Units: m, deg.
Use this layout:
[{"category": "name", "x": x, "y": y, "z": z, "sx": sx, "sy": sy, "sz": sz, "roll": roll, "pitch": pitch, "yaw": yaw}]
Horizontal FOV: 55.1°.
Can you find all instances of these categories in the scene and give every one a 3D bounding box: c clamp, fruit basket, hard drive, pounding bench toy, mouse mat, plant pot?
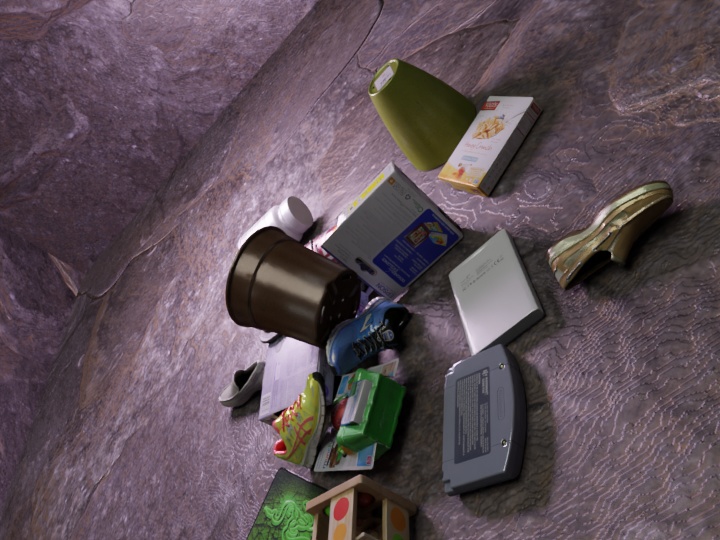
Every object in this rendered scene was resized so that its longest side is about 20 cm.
[{"category": "c clamp", "x": -0.153, "y": 0.058, "z": 1.471, "sx": 0.199, "sy": 0.027, "sz": 0.173, "roll": -40, "pitch": 40, "yaw": 22}, {"category": "fruit basket", "x": -0.013, "y": 0.249, "z": 1.186, "sx": 0.198, "sy": 0.093, "sz": 0.189, "roll": -19, "pitch": 46, "yaw": 52}, {"category": "hard drive", "x": 0.215, "y": 0.037, "z": 1.123, "sx": 0.131, "sy": 0.026, "sz": 0.203, "roll": -41, "pitch": 32, "yaw": 24}, {"category": "pounding bench toy", "x": -0.026, "y": 0.412, "z": 1.007, "sx": 0.198, "sy": 0.123, "sz": 0.159, "roll": -36, "pitch": 34, "yaw": 31}, {"category": "mouse mat", "x": -0.136, "y": 0.454, "z": 1.250, "sx": 0.198, "sy": 0.007, "sz": 0.164, "roll": 0, "pitch": 61, "yaw": 55}, {"category": "plant pot", "x": -0.116, "y": 0.042, "z": 1.287, "sx": 0.194, "sy": 0.201, "sz": 0.204, "roll": 19, "pitch": 74, "yaw": 28}, {"category": "plant pot", "x": 0.117, "y": -0.353, "z": 1.484, "sx": 0.186, "sy": 0.199, "sz": 0.190, "roll": -35, "pitch": 35, "yaw": 29}]

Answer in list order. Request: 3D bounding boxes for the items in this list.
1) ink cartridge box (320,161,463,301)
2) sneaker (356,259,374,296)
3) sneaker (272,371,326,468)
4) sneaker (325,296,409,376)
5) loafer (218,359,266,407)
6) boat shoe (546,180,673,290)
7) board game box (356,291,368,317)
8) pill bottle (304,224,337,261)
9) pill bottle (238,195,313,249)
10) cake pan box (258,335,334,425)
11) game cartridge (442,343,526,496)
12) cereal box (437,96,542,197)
[{"category": "ink cartridge box", "x": 0.058, "y": -0.065, "z": 1.287, "sx": 0.199, "sy": 0.196, "sz": 0.047, "roll": -41, "pitch": 29, "yaw": 21}, {"category": "sneaker", "x": 0.000, "y": 0.000, "z": 1.417, "sx": 0.199, "sy": 0.087, "sz": 0.077, "roll": -39, "pitch": 33, "yaw": 28}, {"category": "sneaker", "x": -0.111, "y": 0.269, "z": 1.231, "sx": 0.079, "sy": 0.088, "sz": 0.205, "roll": -98, "pitch": 19, "yaw": -64}, {"category": "sneaker", "x": 0.016, "y": 0.116, "z": 1.242, "sx": 0.088, "sy": 0.080, "sz": 0.200, "roll": 2, "pitch": 35, "yaw": 47}, {"category": "loafer", "x": -0.267, "y": 0.255, "z": 1.578, "sx": 0.198, "sy": 0.069, "sz": 0.071, "roll": -35, "pitch": 35, "yaw": 32}, {"category": "boat shoe", "x": 0.356, "y": -0.040, "z": 0.964, "sx": 0.200, "sy": 0.070, "sz": 0.078, "roll": -43, "pitch": 45, "yaw": 35}, {"category": "board game box", "x": -0.062, "y": 0.142, "z": 1.410, "sx": 0.198, "sy": 0.034, "sz": 0.137, "roll": -33, "pitch": 43, "yaw": 35}, {"category": "pill bottle", "x": -0.072, "y": -0.024, "z": 1.528, "sx": 0.198, "sy": 0.109, "sz": 0.112, "roll": -29, "pitch": 38, "yaw": 38}, {"category": "pill bottle", "x": -0.222, "y": -0.097, "z": 1.822, "sx": 0.199, "sy": 0.112, "sz": 0.115, "roll": -38, "pitch": 33, "yaw": 27}, {"category": "cake pan box", "x": -0.123, "y": 0.197, "z": 1.374, "sx": 0.183, "sy": 0.052, "sz": 0.204, "roll": -32, "pitch": 43, "yaw": 39}, {"category": "game cartridge", "x": 0.177, "y": 0.212, "z": 0.996, "sx": 0.131, "sy": 0.041, "sz": 0.204, "roll": -26, "pitch": 40, "yaw": 35}, {"category": "cereal box", "x": 0.249, "y": -0.246, "z": 1.342, "sx": 0.203, "sy": 0.039, "sz": 0.143, "roll": -58, "pitch": 29, "yaw": -3}]
